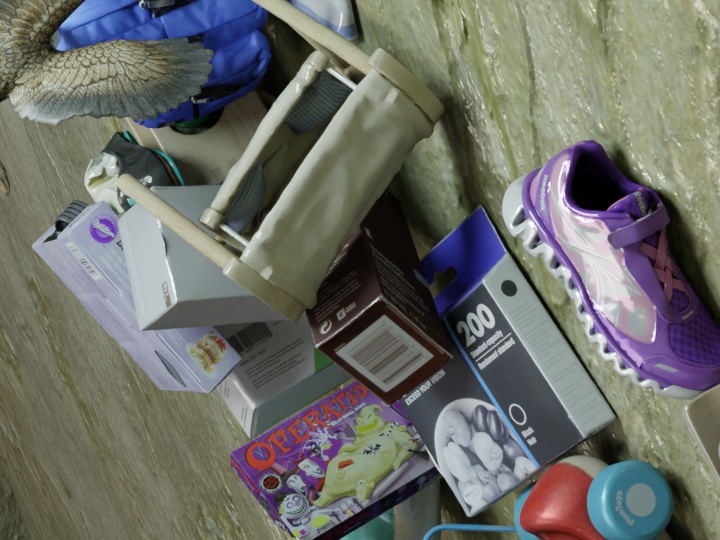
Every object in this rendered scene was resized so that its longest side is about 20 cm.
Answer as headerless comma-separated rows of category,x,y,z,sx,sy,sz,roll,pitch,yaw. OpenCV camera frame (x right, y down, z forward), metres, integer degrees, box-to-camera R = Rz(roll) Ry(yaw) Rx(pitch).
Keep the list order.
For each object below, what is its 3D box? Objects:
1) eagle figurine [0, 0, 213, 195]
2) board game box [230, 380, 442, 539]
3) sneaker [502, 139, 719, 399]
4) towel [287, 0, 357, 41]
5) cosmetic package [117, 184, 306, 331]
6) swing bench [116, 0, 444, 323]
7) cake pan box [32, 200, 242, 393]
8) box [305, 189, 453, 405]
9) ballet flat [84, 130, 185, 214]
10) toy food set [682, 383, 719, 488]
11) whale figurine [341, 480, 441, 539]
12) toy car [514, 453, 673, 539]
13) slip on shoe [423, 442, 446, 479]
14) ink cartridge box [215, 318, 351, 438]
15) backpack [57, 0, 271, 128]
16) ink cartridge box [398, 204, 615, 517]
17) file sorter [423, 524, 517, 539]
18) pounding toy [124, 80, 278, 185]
eagle figurine,-0.235,-0.173,1.569,0.152,0.199,0.152,48,-158,-50
board game box,-0.001,0.161,1.816,0.120,0.199,0.032,45,153,35
sneaker,0.179,-0.007,1.355,0.201,0.080,0.089,51,139,17
towel,-0.064,-0.286,1.639,0.147,0.024,0.201,35,147,49
cosmetic package,-0.098,-0.014,1.754,0.090,0.198,0.108,-38,60,56
swing bench,-0.051,-0.083,1.577,0.130,0.200,0.200,37,179,-41
cake pan box,-0.209,0.025,1.862,0.200,0.052,0.184,49,162,-10
box,0.000,0.000,1.644,0.100,0.075,0.201,40,-160,-38
ballet flat,-0.210,-0.084,1.825,0.068,0.068,0.200,60,171,-13
toy food set,0.290,0.129,1.249,0.144,0.060,0.200,62,153,-3
whale figurine,0.019,0.254,1.912,0.160,0.103,0.201,86,-169,-48
toy car,0.151,0.261,1.567,0.178,0.199,0.184,55,160,-2
slip on shoe,0.064,0.086,1.775,0.061,0.074,0.201,-39,71,34
ink cartridge box,-0.098,0.033,1.961,0.201,0.144,0.084,54,161,17
backpack,-0.181,-0.203,1.708,0.163,0.198,0.169,139,112,-82
ink cartridge box,0.092,0.077,1.649,0.201,0.043,0.198,59,146,10
file sorter,0.109,0.326,1.799,0.201,0.121,0.140,91,-179,-55
pounding toy,-0.125,-0.140,1.857,0.185,0.141,0.200,59,170,7
